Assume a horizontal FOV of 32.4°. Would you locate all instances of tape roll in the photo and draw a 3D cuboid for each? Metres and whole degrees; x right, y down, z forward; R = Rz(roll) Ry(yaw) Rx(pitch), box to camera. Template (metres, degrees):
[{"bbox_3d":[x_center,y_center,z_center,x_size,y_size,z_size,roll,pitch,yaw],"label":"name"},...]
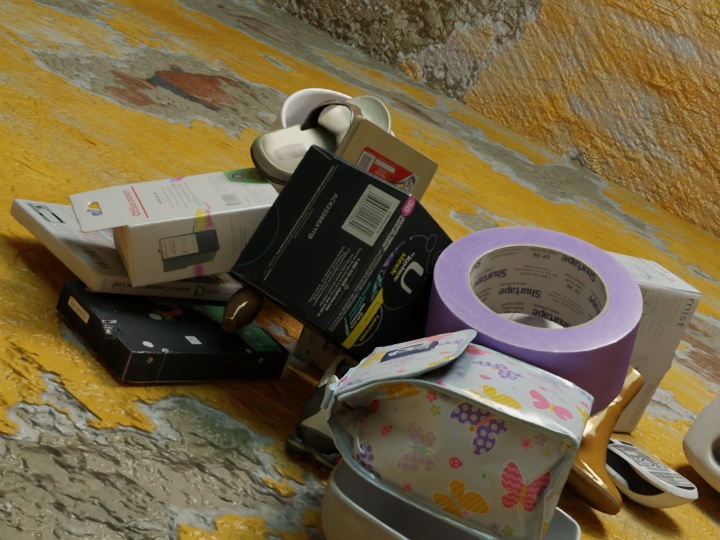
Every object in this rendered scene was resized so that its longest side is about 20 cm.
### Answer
[{"bbox_3d":[0.162,0.047,1.171,0.197,0.086,0.201,4,36,-3],"label":"tape roll"}]

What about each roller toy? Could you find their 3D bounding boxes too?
[{"bbox_3d":[0.477,0.215,1.449,0.181,0.141,0.200,30,13,-14],"label":"roller toy"}]

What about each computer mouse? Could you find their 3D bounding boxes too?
[{"bbox_3d":[0.285,0.216,1.375,0.109,0.044,0.200,14,13,-40],"label":"computer mouse"}]

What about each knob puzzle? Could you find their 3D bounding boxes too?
[{"bbox_3d":[-0.012,-0.052,1.301,0.030,0.222,0.219,32,19,30],"label":"knob puzzle"}]

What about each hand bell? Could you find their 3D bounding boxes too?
[{"bbox_3d":[-0.098,0.012,1.277,0.103,0.105,0.200,24,29,5],"label":"hand bell"}]

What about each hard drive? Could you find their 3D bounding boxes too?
[{"bbox_3d":[-0.185,0.062,1.235,0.199,0.038,0.139,3,27,-46],"label":"hard drive"}]

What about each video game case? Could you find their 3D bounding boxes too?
[{"bbox_3d":[-0.249,-0.021,1.314,0.181,0.022,0.199,6,20,-43],"label":"video game case"}]

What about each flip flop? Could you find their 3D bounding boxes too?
[{"bbox_3d":[-0.033,-0.147,1.307,0.199,0.058,0.081,-23,65,-44],"label":"flip flop"}]

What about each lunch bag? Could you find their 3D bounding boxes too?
[{"bbox_3d":[0.079,0.121,1.009,0.198,0.129,0.169,21,12,12],"label":"lunch bag"}]

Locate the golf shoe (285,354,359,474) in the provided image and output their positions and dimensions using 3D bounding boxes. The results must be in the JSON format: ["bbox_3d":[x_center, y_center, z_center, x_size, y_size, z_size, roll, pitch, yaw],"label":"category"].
[{"bbox_3d":[-0.007,0.123,1.198,0.076,0.089,0.200,23,16,5],"label":"golf shoe"}]

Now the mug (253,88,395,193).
[{"bbox_3d":[-0.032,-0.085,1.428,0.198,0.176,0.149,21,42,-14],"label":"mug"}]

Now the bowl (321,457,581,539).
[{"bbox_3d":[0.068,0.222,1.025,0.199,0.075,0.199,30,18,17],"label":"bowl"}]

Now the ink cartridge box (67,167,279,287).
[{"bbox_3d":[-0.182,-0.042,1.229,0.198,0.068,0.117,-9,25,-17],"label":"ink cartridge box"}]

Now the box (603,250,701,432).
[{"bbox_3d":[0.289,0.085,1.493,0.175,0.202,0.097,8,22,-37],"label":"box"}]

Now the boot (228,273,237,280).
[{"bbox_3d":[-0.086,-0.009,1.489,0.198,0.075,0.075,13,5,-35],"label":"boot"}]

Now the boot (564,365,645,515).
[{"bbox_3d":[0.253,0.161,1.321,0.201,0.143,0.071,39,-20,53],"label":"boot"}]

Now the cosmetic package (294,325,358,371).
[{"bbox_3d":[0.017,0.067,1.416,0.103,0.074,0.200,27,19,16],"label":"cosmetic package"}]

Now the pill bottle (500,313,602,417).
[{"bbox_3d":[0.172,0.091,1.317,0.114,0.116,0.199,5,4,-44],"label":"pill bottle"}]

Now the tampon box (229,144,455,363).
[{"bbox_3d":[0.000,0.000,1.209,0.126,0.151,0.200,30,-5,31],"label":"tampon box"}]
